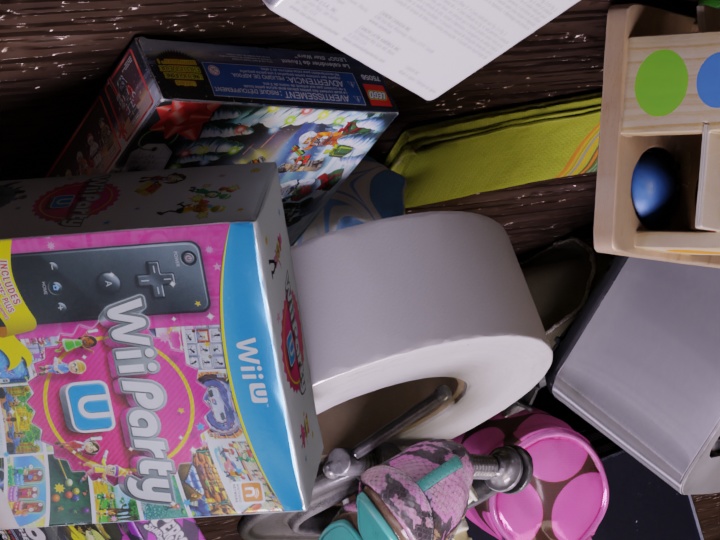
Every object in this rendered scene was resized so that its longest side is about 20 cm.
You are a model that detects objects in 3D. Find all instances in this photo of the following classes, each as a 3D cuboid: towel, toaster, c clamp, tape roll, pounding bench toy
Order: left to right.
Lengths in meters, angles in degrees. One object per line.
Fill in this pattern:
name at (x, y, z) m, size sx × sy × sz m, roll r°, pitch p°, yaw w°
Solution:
tape roll at (-0.006, 0.046, 1.248) m, size 0.201 × 0.071 × 0.203 m, roll -19°, pitch 161°, yaw -7°
c clamp at (0.026, 0.115, 1.325) m, size 0.170 × 0.027 × 0.200 m, roll -29°, pitch 159°, yaw 24°
towel at (0.100, -0.066, 1.353) m, size 0.199 × 0.018 × 0.086 m, roll -11°, pitch 155°, yaw -25°
toaster at (0.212, 0.030, 1.441) m, size 0.180 × 0.119 × 0.201 m, roll -1°, pitch 126°, yaw -56°
pounding bench toy at (0.206, -0.104, 1.241) m, size 0.155 × 0.201 × 0.124 m, roll 2°, pitch 177°, yaw 43°

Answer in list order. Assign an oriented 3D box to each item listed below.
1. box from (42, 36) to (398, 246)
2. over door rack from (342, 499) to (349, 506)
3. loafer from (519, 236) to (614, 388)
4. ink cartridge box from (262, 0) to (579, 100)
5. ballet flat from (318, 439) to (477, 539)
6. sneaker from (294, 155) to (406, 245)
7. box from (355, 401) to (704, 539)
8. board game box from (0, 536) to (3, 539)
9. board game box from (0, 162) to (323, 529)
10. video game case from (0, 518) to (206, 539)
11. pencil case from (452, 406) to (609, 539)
box at (-0.089, -0.029, 1.189) m, size 0.136 × 0.040 × 0.200 m, roll 0°, pitch 143°, yaw -37°
over door rack at (-0.068, 0.141, 1.417) m, size 0.147 × 0.201 × 0.067 m, roll -11°, pitch 163°, yaw -40°
loafer at (0.067, 0.042, 1.491) m, size 0.200 × 0.075 × 0.070 m, roll -35°, pitch 129°, yaw 1°
ink cartridge box at (0.065, -0.162, 1.067) m, size 0.200 × 0.047 × 0.160 m, roll -35°, pitch 155°, yaw 17°
ballet flat at (0.025, 0.131, 1.253) m, size 0.071 × 0.069 × 0.200 m, roll -30°, pitch 166°, yaw -17°
sneaker at (0.000, 0.000, 1.324) m, size 0.072 × 0.072 × 0.200 m, roll 9°, pitch 158°, yaw 9°
box at (0.114, 0.174, 1.711) m, size 0.199 × 0.105 × 0.182 m, roll -19°, pitch -169°, yaw -7°
board game box at (-0.304, 0.165, 1.476) m, size 0.152 × 0.041 × 0.200 m, roll -25°, pitch 158°, yaw 9°
board game box at (-0.126, 0.036, 1.116) m, size 0.199 × 0.148 × 0.064 m, roll -5°, pitch -155°, yaw 10°
video game case at (-0.136, 0.140, 1.295) m, size 0.036 × 0.201 × 0.181 m, roll -36°, pitch -165°, yaw -29°
pencil case at (0.079, 0.122, 1.548) m, size 0.091 × 0.094 × 0.200 m, roll -43°, pitch -157°, yaw -7°
